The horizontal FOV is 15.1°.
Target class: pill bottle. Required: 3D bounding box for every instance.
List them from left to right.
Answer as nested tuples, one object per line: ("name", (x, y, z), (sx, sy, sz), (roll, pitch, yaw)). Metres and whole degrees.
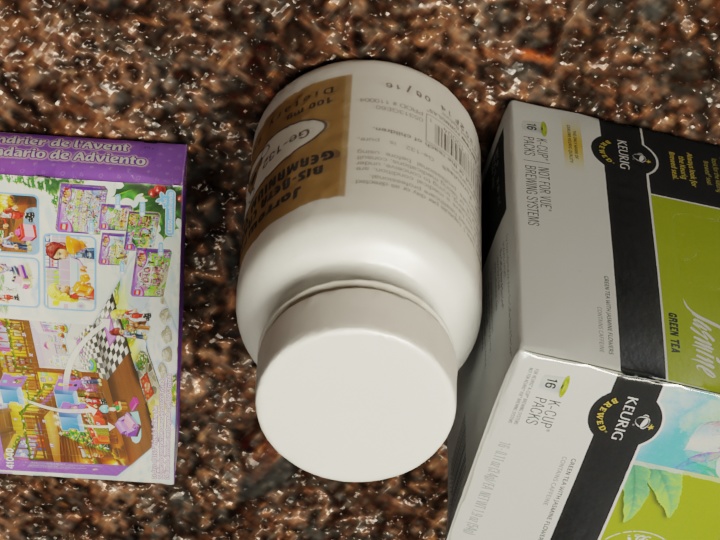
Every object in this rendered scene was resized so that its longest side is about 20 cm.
("pill bottle", (0.000, 0.000, 1.269), (0.114, 0.200, 0.114), (1, 127, 1))

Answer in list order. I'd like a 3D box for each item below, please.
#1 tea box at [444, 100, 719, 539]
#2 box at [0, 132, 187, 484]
("tea box", (0.148, 0.043, 1.298), (0.196, 0.200, 0.134), (12, 127, -7))
("box", (-0.159, 0.021, 1.392), (0.137, 0.039, 0.200), (4, 128, -2))
